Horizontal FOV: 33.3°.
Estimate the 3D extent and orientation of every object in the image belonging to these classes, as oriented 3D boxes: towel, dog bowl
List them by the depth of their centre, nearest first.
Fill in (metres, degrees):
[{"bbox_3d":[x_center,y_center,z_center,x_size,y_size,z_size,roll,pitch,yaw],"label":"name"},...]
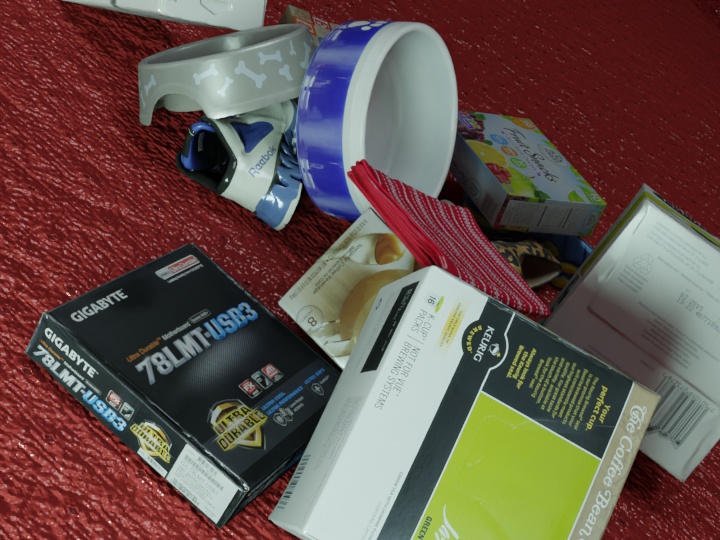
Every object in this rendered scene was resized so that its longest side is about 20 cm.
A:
[{"bbox_3d":[0.081,-0.024,1.051,0.199,0.023,0.145,19,29,-54],"label":"towel"},{"bbox_3d":[0.020,-0.146,1.200,0.078,0.203,0.199,10,16,30],"label":"dog bowl"},{"bbox_3d":[-0.132,-0.200,1.207,0.198,0.059,0.200,-12,18,4],"label":"dog bowl"}]

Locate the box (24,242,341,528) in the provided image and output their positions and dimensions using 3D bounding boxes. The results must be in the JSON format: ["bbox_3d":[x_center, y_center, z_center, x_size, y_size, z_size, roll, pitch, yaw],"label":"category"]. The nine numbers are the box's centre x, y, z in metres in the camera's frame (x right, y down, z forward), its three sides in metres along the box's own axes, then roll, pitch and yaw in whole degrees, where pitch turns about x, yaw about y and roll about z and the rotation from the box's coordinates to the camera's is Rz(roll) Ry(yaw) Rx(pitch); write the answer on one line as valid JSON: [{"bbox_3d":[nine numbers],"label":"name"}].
[{"bbox_3d":[-0.121,0.079,0.934,0.198,0.050,0.200,41,28,10],"label":"box"}]

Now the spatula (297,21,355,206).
[{"bbox_3d":[-0.034,-0.155,1.238,0.020,0.202,0.056,27,7,16],"label":"spatula"}]

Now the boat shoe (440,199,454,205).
[{"bbox_3d":[0.094,-0.006,1.266,0.062,0.073,0.201,-20,39,-2],"label":"boat shoe"}]

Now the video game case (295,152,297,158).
[{"bbox_3d":[-0.029,-0.149,1.379,0.198,0.046,0.182,15,34,-33],"label":"video game case"}]

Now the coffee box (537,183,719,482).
[{"bbox_3d":[0.308,0.054,1.228,0.199,0.201,0.198,37,15,5],"label":"coffee box"}]

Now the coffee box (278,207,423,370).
[{"bbox_3d":[0.043,0.061,1.007,0.200,0.114,0.080,44,-3,11],"label":"coffee box"}]

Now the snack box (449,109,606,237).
[{"bbox_3d":[0.181,-0.119,1.431,0.141,0.053,0.201,4,34,-29],"label":"snack box"}]

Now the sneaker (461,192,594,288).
[{"bbox_3d":[0.217,-0.050,1.463,0.199,0.071,0.083,36,34,9],"label":"sneaker"}]

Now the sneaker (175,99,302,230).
[{"bbox_3d":[-0.126,-0.134,1.218,0.114,0.081,0.200,22,32,-27],"label":"sneaker"}]

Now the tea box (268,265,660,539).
[{"bbox_3d":[0.071,0.135,0.858,0.195,0.201,0.134,30,-14,-8],"label":"tea box"}]

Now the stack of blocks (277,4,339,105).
[{"bbox_3d":[-0.031,-0.209,1.358,0.114,0.059,0.201,19,33,-26],"label":"stack of blocks"}]

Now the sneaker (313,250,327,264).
[{"bbox_3d":[0.000,0.000,1.156,0.085,0.081,0.200,18,18,9],"label":"sneaker"}]

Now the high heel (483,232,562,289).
[{"bbox_3d":[0.190,0.014,1.331,0.141,0.072,0.201,15,24,-20],"label":"high heel"}]

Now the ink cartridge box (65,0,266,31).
[{"bbox_3d":[-0.214,-0.317,1.312,0.199,0.085,0.145,17,12,41],"label":"ink cartridge box"}]
